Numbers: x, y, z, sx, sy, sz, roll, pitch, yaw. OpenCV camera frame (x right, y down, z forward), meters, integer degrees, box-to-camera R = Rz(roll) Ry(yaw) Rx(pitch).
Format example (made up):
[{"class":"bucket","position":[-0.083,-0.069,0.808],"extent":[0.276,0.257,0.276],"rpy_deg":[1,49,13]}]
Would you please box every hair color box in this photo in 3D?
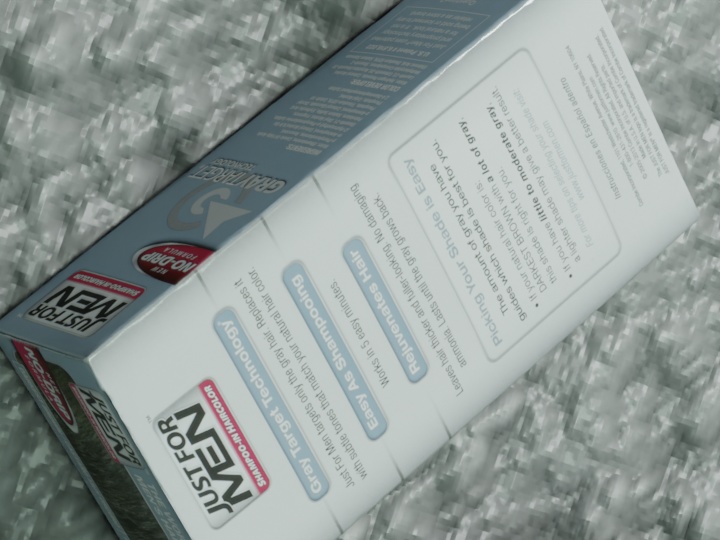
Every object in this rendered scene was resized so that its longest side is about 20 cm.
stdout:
[{"class":"hair color box","position":[0.000,0.000,0.876],"extent":[0.200,0.061,0.099],"rpy_deg":[-40,118,-23]}]
